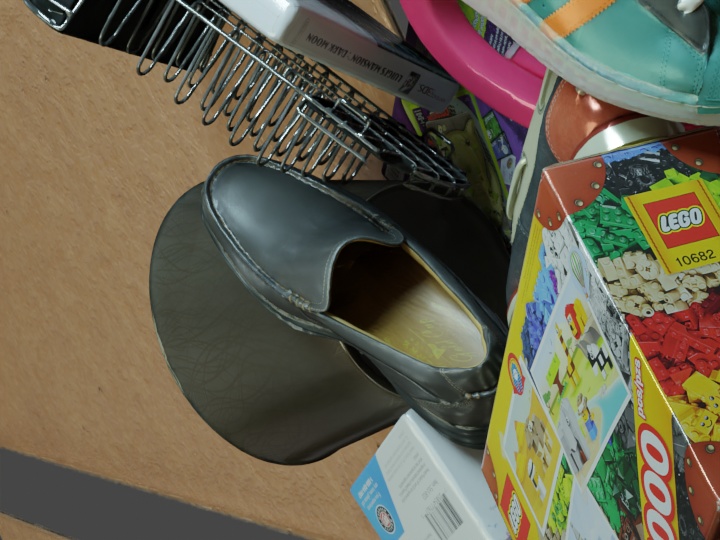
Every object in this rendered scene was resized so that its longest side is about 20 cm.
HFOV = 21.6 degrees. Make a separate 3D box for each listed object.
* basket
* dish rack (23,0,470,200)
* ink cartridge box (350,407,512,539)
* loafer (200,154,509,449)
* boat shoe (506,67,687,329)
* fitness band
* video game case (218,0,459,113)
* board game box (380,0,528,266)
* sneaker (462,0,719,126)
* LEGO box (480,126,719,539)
[{"bbox_3d":[-0.013,0.019,1.040,0.182,0.135,0.200,62,153,-7],"label":"basket"},{"bbox_3d":[-0.043,-0.084,0.878,0.199,0.055,0.153,37,-168,17],"label":"dish rack"},{"bbox_3d":[0.086,0.157,0.927,0.201,0.067,0.115,56,155,13],"label":"ink cartridge box"},{"bbox_3d":[0.000,0.000,0.884,0.199,0.073,0.072,34,166,23],"label":"loafer"},{"bbox_3d":[0.094,-0.031,0.791,0.200,0.070,0.063,94,161,-63],"label":"boat shoe"},{"bbox_3d":[0.101,-0.108,0.778,0.199,0.037,0.144,25,146,24],"label":"fitness band"},{"bbox_3d":[-0.062,-0.150,0.903,0.200,0.023,0.181,39,-169,24],"label":"video game case"},{"bbox_3d":[0.065,-0.074,0.965,0.120,0.032,0.201,54,156,25],"label":"board game box"},{"bbox_3d":[0.079,-0.125,0.678,0.199,0.071,0.080,32,147,18],"label":"sneaker"},{"bbox_3d":[0.117,0.071,0.723,0.201,0.076,0.150,96,156,-51],"label":"LEGO box"}]
